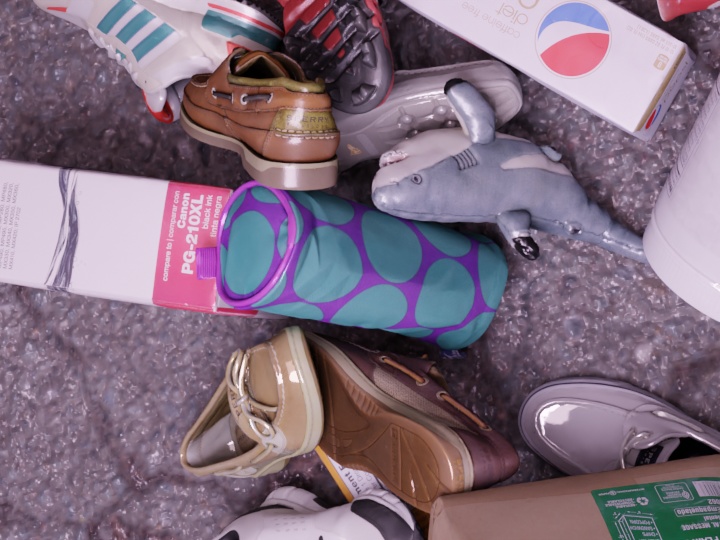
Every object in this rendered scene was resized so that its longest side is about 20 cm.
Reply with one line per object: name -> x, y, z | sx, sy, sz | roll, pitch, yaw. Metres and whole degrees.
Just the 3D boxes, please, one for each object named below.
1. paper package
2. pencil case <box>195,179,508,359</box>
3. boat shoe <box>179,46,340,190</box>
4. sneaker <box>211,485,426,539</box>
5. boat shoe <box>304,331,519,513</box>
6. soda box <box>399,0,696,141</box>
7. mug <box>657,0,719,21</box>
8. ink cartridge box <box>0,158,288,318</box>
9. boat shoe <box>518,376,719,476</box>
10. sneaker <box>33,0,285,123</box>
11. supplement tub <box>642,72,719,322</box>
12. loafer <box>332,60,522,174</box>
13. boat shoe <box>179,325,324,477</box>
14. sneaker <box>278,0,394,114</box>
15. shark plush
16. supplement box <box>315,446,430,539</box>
paper package -> 0.138, 0.216, 1.028 | 0.199, 0.104, 0.192 | -5, 129, -12
pencil case -> 0.000, 0.000, 1.110 | 0.092, 0.199, 0.086 | -14, 70, 45
boat shoe -> -0.061, -0.108, 1.102 | 0.200, 0.071, 0.068 | 33, 124, 58
sneaker -> -0.027, 0.188, 1.126 | 0.200, 0.080, 0.074 | -11, 101, 55
boat shoe -> 0.025, 0.088, 1.093 | 0.200, 0.072, 0.073 | 27, 123, 52
soda box -> 0.118, -0.164, 1.148 | 0.199, 0.064, 0.068 | 32, 98, 16
mug -> 0.276, -0.255, 1.068 | 0.199, 0.133, 0.179 | -5, 88, 14
ink cartridge box -> -0.158, -0.022, 1.190 | 0.199, 0.145, 0.085 | 8, 89, 18
boat shoe -> 0.191, 0.124, 1.114 | 0.199, 0.066, 0.072 | 25, 96, 17
sneaker -> -0.154, -0.158, 1.232 | 0.198, 0.070, 0.094 | 15, 87, 15
supplement tub -> 0.264, -0.074, 1.029 | 0.131, 0.132, 0.201 | 31, 122, 16
loafer -> 0.013, -0.111, 1.175 | 0.199, 0.070, 0.070 | -11, 54, 20
boat shoe -> -0.073, 0.093, 1.136 | 0.063, 0.201, 0.074 | -11, 75, -19
sneaker -> -0.015, -0.176, 1.160 | 0.071, 0.098, 0.201 | -41, 53, 19
shark plush -> 0.099, -0.035, 1.127 | 0.199, 0.084, 0.091 | 29, 131, -21
supplement box -> 0.049, 0.171, 1.160 | 0.069, 0.066, 0.201 | -35, 78, 17
